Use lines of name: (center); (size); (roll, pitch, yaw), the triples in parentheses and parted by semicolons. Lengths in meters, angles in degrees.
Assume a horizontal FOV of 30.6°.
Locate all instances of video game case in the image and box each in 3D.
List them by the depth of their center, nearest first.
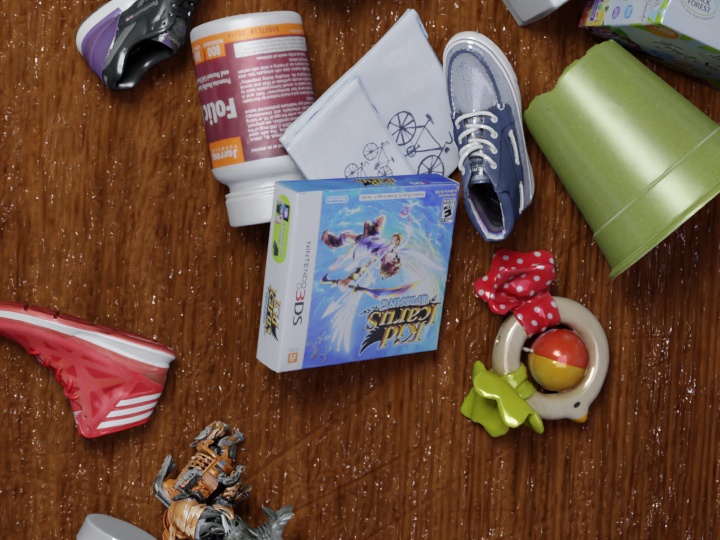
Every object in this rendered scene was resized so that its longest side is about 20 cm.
video game case: (0.000, 0.000, 1.298); (0.200, 0.045, 0.182); (-6, 112, -35)

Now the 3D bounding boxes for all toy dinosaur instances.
toy dinosaur: (-0.152, 0.255, 1.324); (0.136, 0.102, 0.200); (24, 79, -11)

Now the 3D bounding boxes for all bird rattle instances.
bird rattle: (0.185, 0.081, 1.384); (0.163, 0.113, 0.200); (18, 77, -19)

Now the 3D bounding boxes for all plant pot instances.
plant pot: (0.270, -0.127, 1.335); (0.200, 0.200, 0.190); (-39, 84, -4)

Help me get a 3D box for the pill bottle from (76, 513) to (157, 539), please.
pill bottle: (-0.277, 0.351, 1.312); (0.113, 0.113, 0.200); (25, 89, -8)

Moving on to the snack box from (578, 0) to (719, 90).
snack box: (0.341, -0.234, 1.320); (0.200, 0.142, 0.053); (17, 89, -25)

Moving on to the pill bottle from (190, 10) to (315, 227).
pill bottle: (-0.099, -0.149, 1.309); (0.114, 0.114, 0.200); (-10, 93, -7)

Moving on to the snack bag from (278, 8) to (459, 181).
snack bag: (0.032, -0.128, 1.315); (0.200, 0.021, 0.189); (-47, 128, -16)

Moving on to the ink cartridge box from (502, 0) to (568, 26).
ink cartridge box: (0.216, -0.365, 1.323); (0.200, 0.145, 0.145); (-36, 97, -3)

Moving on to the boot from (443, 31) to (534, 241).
boot: (0.124, -0.131, 1.304); (0.073, 0.090, 0.200); (-10, 116, 26)

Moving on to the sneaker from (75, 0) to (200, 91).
sneaker: (-0.183, -0.255, 1.292); (0.200, 0.076, 0.088); (-44, 55, 9)

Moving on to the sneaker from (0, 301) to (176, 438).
sneaker: (-0.295, 0.105, 1.317); (0.200, 0.078, 0.116); (16, 89, -6)
